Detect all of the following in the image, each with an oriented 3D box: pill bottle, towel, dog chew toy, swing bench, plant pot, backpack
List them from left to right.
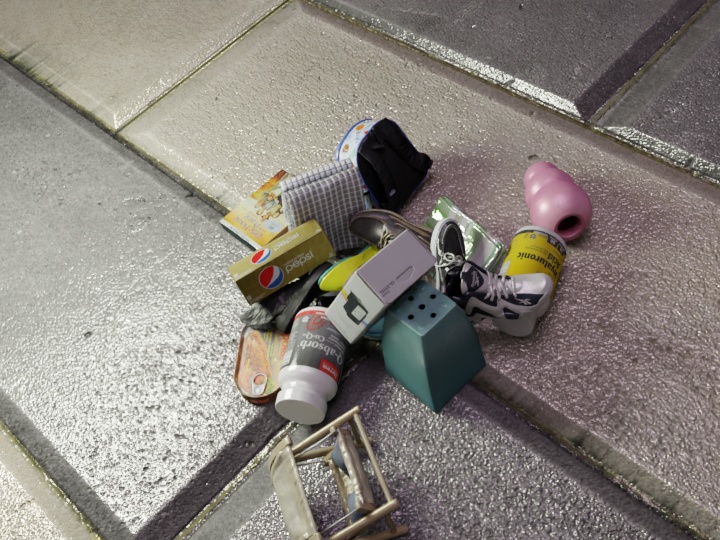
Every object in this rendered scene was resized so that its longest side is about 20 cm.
[{"bbox_3d":[-0.090,0.179,1.676,0.115,0.116,0.201,2,53,16],"label":"pill bottle"},{"bbox_3d":[-0.068,-0.114,1.818,0.164,0.201,0.086,-23,45,-13],"label":"towel"},{"bbox_3d":[-0.049,0.374,1.504,0.199,0.130,0.200,-22,51,-4],"label":"swing bench"},{"bbox_3d":[0.036,-0.232,1.923,0.153,0.191,0.201,10,53,40],"label":"backpack"},{"bbox_3d":[0.124,0.122,1.613,0.141,0.201,0.141,-40,53,-19],"label":"plant pot"},{"bbox_3d":[0.188,-0.041,1.787,0.200,0.031,0.150,45,109,37],"label":"towel"},{"bbox_3d":[0.319,0.022,1.703,0.110,0.112,0.201,12,57,22],"label":"pill bottle"},{"bbox_3d":[0.394,-0.150,1.821,0.123,0.125,0.201,-16,42,1],"label":"dog chew toy"}]

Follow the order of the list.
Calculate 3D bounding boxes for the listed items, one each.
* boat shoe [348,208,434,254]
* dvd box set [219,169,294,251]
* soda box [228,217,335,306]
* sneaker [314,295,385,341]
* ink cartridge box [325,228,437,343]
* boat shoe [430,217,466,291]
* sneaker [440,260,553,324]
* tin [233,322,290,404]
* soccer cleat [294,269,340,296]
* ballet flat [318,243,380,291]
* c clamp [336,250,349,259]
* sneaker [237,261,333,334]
[{"bbox_3d":[0.070,-0.069,1.769,0.198,0.075,0.073,14,26,6],"label":"boat shoe"},{"bbox_3d":[-0.200,-0.132,2.005,0.200,0.030,0.146,-42,55,-20],"label":"dvd box set"},{"bbox_3d":[-0.154,-0.018,1.741,0.199,0.068,0.064,-31,33,-5],"label":"soda box"},{"bbox_3d":[0.001,0.083,1.745,0.198,0.090,0.079,-2,52,8],"label":"sneaker"},{"bbox_3d":[0.035,0.030,1.618,0.083,0.200,0.146,47,60,6],"label":"ink cartridge box"},{"bbox_3d":[0.177,-0.004,1.711,0.073,0.068,0.201,8,83,-19],"label":"boat shoe"},{"bbox_3d":[0.233,0.030,1.584,0.198,0.129,0.080,-10,59,30],"label":"sneaker"},{"bbox_3d":[-0.186,0.172,1.757,0.111,0.042,0.201,-6,50,14],"label":"tin"},{"bbox_3d":[-0.066,0.021,1.815,0.198,0.086,0.069,8,54,20],"label":"soccer cleat"},{"bbox_3d":[0.000,0.000,1.767,0.067,0.067,0.200,39,41,17],"label":"ballet flat"},{"bbox_3d":[-0.010,-0.035,1.888,0.199,0.027,0.171,30,59,33],"label":"c clamp"},{"bbox_3d":[-0.146,0.046,1.767,0.104,0.060,0.200,34,86,26],"label":"sneaker"}]
